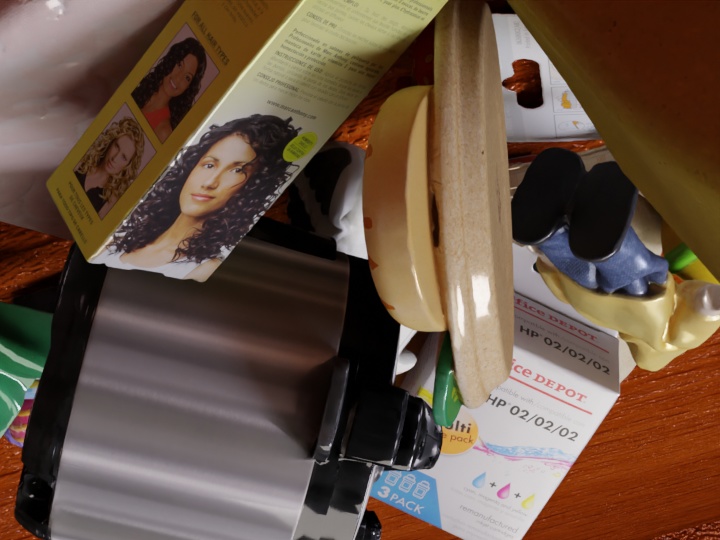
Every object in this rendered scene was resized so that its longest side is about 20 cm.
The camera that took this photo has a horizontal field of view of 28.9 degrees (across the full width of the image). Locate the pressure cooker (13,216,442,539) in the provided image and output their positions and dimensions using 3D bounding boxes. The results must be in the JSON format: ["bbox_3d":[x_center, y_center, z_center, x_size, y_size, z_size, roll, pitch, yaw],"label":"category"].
[{"bbox_3d":[-0.058,0.068,0.698,0.198,0.177,0.180,14,122,-5],"label":"pressure cooker"}]

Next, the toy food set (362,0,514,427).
[{"bbox_3d":[0.041,-0.030,0.636,0.048,0.201,0.199,-4,140,9],"label":"toy food set"}]

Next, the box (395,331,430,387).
[{"bbox_3d":[-0.039,0.085,0.991,0.199,0.042,0.118,-20,-177,-42],"label":"box"}]

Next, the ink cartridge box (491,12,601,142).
[{"bbox_3d":[0.164,-0.120,0.735,0.198,0.051,0.162,1,162,10],"label":"ink cartridge box"}]

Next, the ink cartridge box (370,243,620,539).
[{"bbox_3d":[0.093,0.081,0.917,0.114,0.068,0.201,24,121,-5],"label":"ink cartridge box"}]

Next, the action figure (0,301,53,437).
[{"bbox_3d":[-0.267,0.032,0.750,0.199,0.055,0.119,31,95,-41],"label":"action figure"}]

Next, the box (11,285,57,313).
[{"bbox_3d":[-0.107,0.035,0.909,0.142,0.037,0.200,-16,162,23],"label":"box"}]

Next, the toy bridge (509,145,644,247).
[{"bbox_3d":[0.084,-0.035,0.830,0.199,0.027,0.067,-25,151,32],"label":"toy bridge"}]

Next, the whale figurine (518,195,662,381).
[{"bbox_3d":[0.152,0.009,0.987,0.158,0.104,0.201,-4,133,-36],"label":"whale figurine"}]

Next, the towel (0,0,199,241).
[{"bbox_3d":[-0.121,-0.077,0.637,0.199,0.033,0.190,-25,158,26],"label":"towel"}]

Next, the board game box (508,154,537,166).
[{"bbox_3d":[0.048,-0.016,0.928,0.102,0.020,0.200,-11,159,-12],"label":"board game box"}]

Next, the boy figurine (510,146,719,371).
[{"bbox_3d":[0.159,0.006,0.802,0.124,0.065,0.200,17,167,37],"label":"boy figurine"}]

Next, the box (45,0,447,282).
[{"bbox_3d":[-0.038,-0.083,0.563,0.200,0.050,0.075,-49,149,22],"label":"box"}]

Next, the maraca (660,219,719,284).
[{"bbox_3d":[0.267,-0.051,0.859,0.137,0.108,0.200,-26,171,-47],"label":"maraca"}]

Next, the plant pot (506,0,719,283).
[{"bbox_3d":[0.191,-0.071,0.513,0.193,0.201,0.195,-35,139,11],"label":"plant pot"}]

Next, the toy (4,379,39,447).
[{"bbox_3d":[-0.199,0.093,0.931,0.114,0.048,0.199,10,160,-38],"label":"toy"}]

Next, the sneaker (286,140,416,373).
[{"bbox_3d":[0.000,0.000,0.816,0.080,0.076,0.201,-10,141,-11],"label":"sneaker"}]
